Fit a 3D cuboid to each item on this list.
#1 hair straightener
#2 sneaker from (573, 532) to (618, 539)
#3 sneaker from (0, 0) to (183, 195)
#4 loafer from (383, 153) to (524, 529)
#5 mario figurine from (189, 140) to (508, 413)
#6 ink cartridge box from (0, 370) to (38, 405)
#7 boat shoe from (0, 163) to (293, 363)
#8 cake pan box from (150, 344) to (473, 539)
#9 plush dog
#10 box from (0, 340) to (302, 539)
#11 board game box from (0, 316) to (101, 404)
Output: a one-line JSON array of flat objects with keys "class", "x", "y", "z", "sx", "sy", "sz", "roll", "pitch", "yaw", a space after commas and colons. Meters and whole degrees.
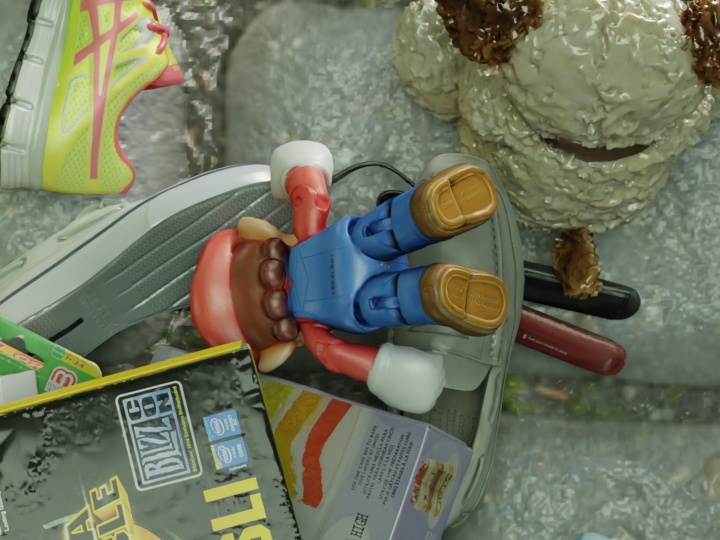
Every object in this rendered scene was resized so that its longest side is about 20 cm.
[{"class": "hair straightener", "x": 0.057, "y": -0.009, "z": 1.586, "sx": 0.199, "sy": 0.041, "sz": 0.077, "roll": 18, "pitch": 63, "yaw": 6}, {"class": "sneaker", "x": 0.038, "y": 0.182, "z": 1.531, "sx": 0.200, "sy": 0.080, "sz": 0.131, "roll": -44, "pitch": 87, "yaw": -8}, {"class": "sneaker", "x": -0.134, "y": -0.132, "z": 1.575, "sx": 0.090, "sy": 0.078, "sz": 0.201, "roll": 15, "pitch": 87, "yaw": -8}, {"class": "loafer", "x": 0.047, "y": 0.041, "z": 1.517, "sx": 0.069, "sy": 0.070, "sz": 0.201, "roll": 4, "pitch": 109, "yaw": 11}, {"class": "mario figurine", "x": 0.000, "y": 0.000, "z": 1.482, "sx": 0.106, "sy": 0.199, "sz": 0.124, "roll": 42, "pitch": 58, "yaw": -30}, {"class": "ink cartridge box", "x": -0.241, "y": 0.159, "z": 1.477, "sx": 0.175, "sy": 0.045, "sz": 0.202, "roll": -7, "pitch": 91, "yaw": -20}, {"class": "boat shoe", "x": -0.131, "y": -0.010, "z": 1.554, "sx": 0.199, "sy": 0.074, "sz": 0.067, "roll": -28, "pitch": 45, "yaw": -8}, {"class": "cake pan box", "x": -0.058, "y": 0.155, "z": 1.500, "sx": 0.183, "sy": 0.052, "sz": 0.201, "roll": 16, "pitch": 82, "yaw": 36}, {"class": "plush dog", "x": 0.116, "y": -0.091, "z": 1.509, "sx": 0.198, "sy": 0.172, "sz": 0.161, "roll": 3, "pitch": 63, "yaw": -1}, {"class": "box", "x": -0.104, "y": 0.151, "z": 1.413, "sx": 0.159, "sy": 0.049, "sz": 0.201, "roll": -14, "pitch": 77, "yaw": -6}, {"class": "board game box", "x": -0.210, "y": 0.115, "z": 1.520, "sx": 0.095, "sy": 0.030, "sz": 0.201, "roll": 26, "pitch": 107, "yaw": 1}]
